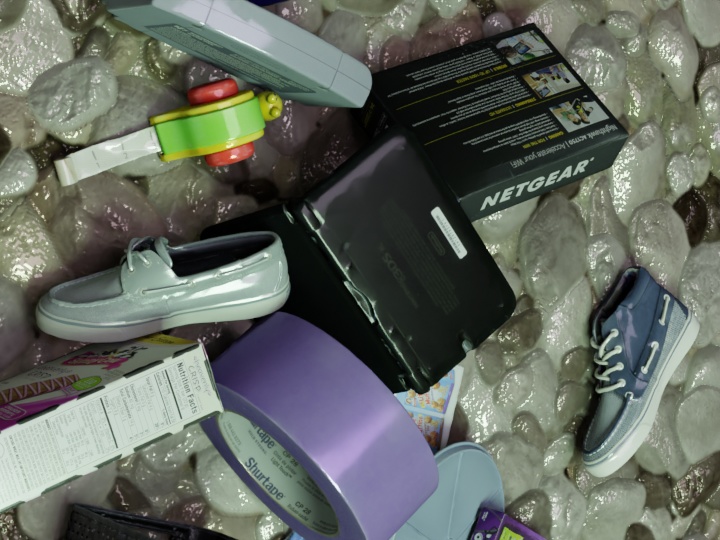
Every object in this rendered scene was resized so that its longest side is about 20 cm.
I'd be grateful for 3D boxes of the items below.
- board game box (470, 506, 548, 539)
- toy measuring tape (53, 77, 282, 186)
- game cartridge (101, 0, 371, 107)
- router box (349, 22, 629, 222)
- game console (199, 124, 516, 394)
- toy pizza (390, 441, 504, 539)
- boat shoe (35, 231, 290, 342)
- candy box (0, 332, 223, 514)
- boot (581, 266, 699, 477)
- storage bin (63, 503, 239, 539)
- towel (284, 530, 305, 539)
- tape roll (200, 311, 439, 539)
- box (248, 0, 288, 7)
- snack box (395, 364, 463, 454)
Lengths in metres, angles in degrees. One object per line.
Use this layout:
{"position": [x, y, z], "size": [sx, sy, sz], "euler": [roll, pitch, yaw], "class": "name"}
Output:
{"position": [0.109, 0.325, 1.418], "size": [0.120, 0.032, 0.200], "euler": [37, 72, -50], "class": "board game box"}
{"position": [-0.144, -0.108, 1.246], "size": [0.200, 0.074, 0.074], "euler": [-22, 103, -29], "class": "toy measuring tape"}
{"position": [-0.094, -0.182, 1.236], "size": [0.200, 0.133, 0.042], "euler": [23, 80, -31], "class": "game cartridge"}
{"position": [0.114, -0.129, 1.365], "size": [0.200, 0.051, 0.149], "euler": [-21, 62, -30], "class": "router box"}
{"position": [0.000, 0.000, 1.294], "size": [0.176, 0.116, 0.200], "euler": [-40, 114, -14], "class": "game console"}
{"position": [0.064, 0.246, 1.379], "size": [0.200, 0.032, 0.200], "euler": [-24, 121, -48], "class": "toy pizza"}
{"position": [-0.155, 0.004, 1.216], "size": [0.201, 0.070, 0.072], "euler": [-8, 121, -12], "class": "boat shoe"}
{"position": [-0.223, 0.110, 1.168], "size": [0.200, 0.136, 0.061], "euler": [-23, 105, -30], "class": "candy box"}
{"position": [0.247, 0.095, 1.502], "size": [0.090, 0.073, 0.200], "euler": [41, 63, -19], "class": "boot"}
{"position": [-0.140, 0.247, 1.187], "size": [0.135, 0.200, 0.094], "euler": [18, 83, -31], "class": "storage bin"}
{"position": [-0.033, 0.343, 1.361], "size": [0.200, 0.024, 0.145], "euler": [46, 69, -24], "class": "towel"}
{"position": [-0.039, 0.135, 1.245], "size": [0.085, 0.200, 0.200], "euler": [-44, 113, -23], "class": "tape roll"}
{"position": [-0.070, -0.350, 1.260], "size": [0.184, 0.105, 0.200], "euler": [-50, 116, -19], "class": "box"}
{"position": [0.038, 0.175, 1.396], "size": [0.072, 0.024, 0.200], "euler": [17, 84, -32], "class": "snack box"}
